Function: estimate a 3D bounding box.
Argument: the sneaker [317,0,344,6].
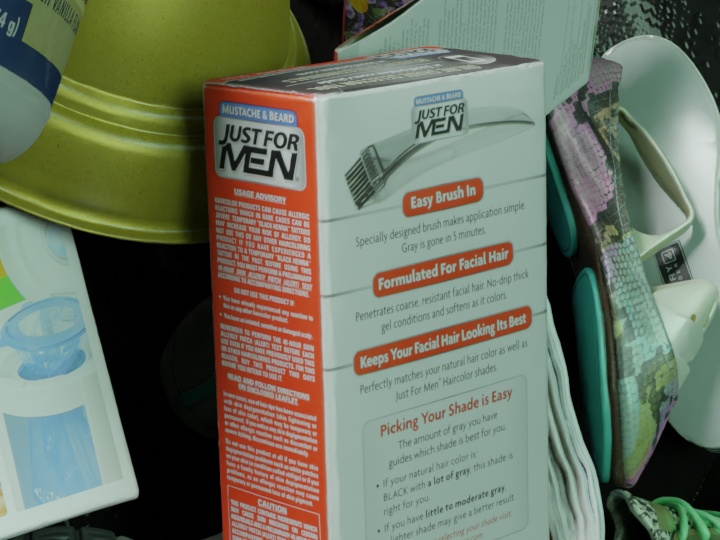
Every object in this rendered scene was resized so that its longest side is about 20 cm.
[{"bbox_3d":[-0.020,-0.207,0.966,0.072,0.083,0.200,-38,105,-37],"label":"sneaker"}]

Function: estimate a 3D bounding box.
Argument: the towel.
[{"bbox_3d":[0.076,0.043,0.949,0.024,0.200,0.147,-13,90,5],"label":"towel"}]

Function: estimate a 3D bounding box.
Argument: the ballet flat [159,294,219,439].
[{"bbox_3d":[0.000,0.000,0.952,0.067,0.064,0.200,52,54,-5],"label":"ballet flat"}]

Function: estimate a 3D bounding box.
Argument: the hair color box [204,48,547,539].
[{"bbox_3d":[0.008,0.029,0.810,0.111,0.064,0.201,-13,108,-42],"label":"hair color box"}]

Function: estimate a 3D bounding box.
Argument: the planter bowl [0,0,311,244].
[{"bbox_3d":[-0.089,-0.109,0.829,0.200,0.084,0.201,20,36,-16],"label":"planter bowl"}]

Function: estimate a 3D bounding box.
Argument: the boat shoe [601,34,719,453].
[{"bbox_3d":[0.151,-0.010,1.083,0.064,0.070,0.201,23,54,-68],"label":"boat shoe"}]

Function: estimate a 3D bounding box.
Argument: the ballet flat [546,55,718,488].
[{"bbox_3d":[0.119,-0.006,1.031,0.071,0.069,0.201,-11,76,-7],"label":"ballet flat"}]

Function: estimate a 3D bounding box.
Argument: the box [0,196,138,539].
[{"bbox_3d":[-0.192,0.053,0.768,0.200,0.101,0.113,-16,91,-39],"label":"box"}]

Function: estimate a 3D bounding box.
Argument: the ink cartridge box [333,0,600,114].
[{"bbox_3d":[0.029,-0.091,0.932,0.200,0.050,0.109,-38,142,-42],"label":"ink cartridge box"}]

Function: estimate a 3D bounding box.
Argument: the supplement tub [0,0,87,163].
[{"bbox_3d":[-0.138,-0.147,0.707,0.144,0.144,0.201,22,82,-33],"label":"supplement tub"}]

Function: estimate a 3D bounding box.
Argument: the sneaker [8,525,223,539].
[{"bbox_3d":[-0.069,0.137,0.862,0.199,0.087,0.075,9,56,-34],"label":"sneaker"}]

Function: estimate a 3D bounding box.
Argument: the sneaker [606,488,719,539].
[{"bbox_3d":[0.146,0.130,1.032,0.200,0.077,0.089,-35,112,-38],"label":"sneaker"}]
